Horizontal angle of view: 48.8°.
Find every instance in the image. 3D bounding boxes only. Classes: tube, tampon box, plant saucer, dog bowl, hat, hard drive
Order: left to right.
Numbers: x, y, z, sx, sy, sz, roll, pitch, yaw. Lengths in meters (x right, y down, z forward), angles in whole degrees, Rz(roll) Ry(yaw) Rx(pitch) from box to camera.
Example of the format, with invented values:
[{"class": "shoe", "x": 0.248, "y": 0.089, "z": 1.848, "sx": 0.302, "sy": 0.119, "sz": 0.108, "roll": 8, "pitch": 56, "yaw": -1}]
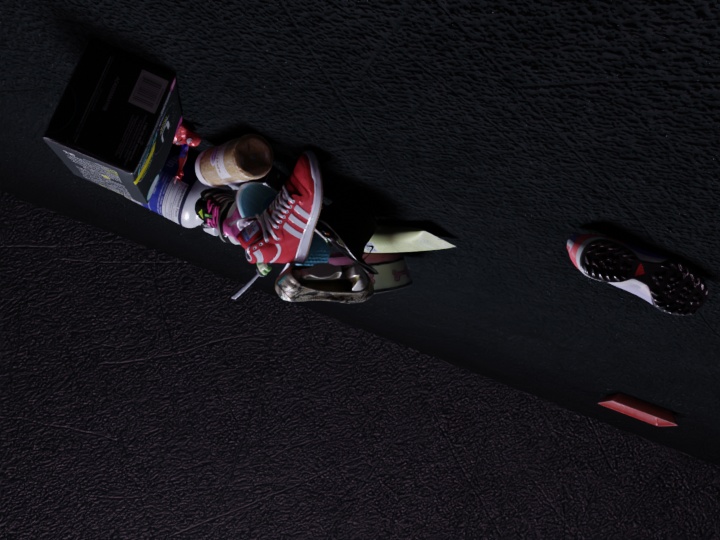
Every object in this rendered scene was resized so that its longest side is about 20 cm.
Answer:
[{"class": "tampon box", "x": -0.341, "y": -0.202, "z": 1.130, "sx": 0.124, "sy": 0.152, "sz": 0.200, "roll": 22, "pitch": 171, "yaw": -6}, {"class": "hard drive", "x": -0.156, "y": -0.138, "z": 1.440, "sx": 0.138, "sy": 0.038, "sz": 0.199, "roll": 15, "pitch": 170, "yaw": 35}, {"class": "hat", "x": -0.021, "y": -0.076, "z": 1.319, "sx": 0.200, "sy": 0.081, "sz": 0.201, "roll": 41, "pitch": 178, "yaw": 2}, {"class": "dog bowl", "x": 0.000, "y": 0.000, "z": 1.538, "sx": 0.196, "sy": 0.075, "sz": 0.200, "roll": -6, "pitch": -174, "yaw": 1}, {"class": "tube", "x": 0.073, "y": -0.056, "z": 1.384, "sx": 0.198, "sy": 0.058, "sz": 0.053, "roll": 3, "pitch": 117, "yaw": 53}, {"class": "plant saucer", "x": 0.832, "y": 0.415, "z": 2.381, "sx": 0.196, "sy": 0.037, "sz": 0.200, "roll": 20, "pitch": 171, "yaw": 8}]

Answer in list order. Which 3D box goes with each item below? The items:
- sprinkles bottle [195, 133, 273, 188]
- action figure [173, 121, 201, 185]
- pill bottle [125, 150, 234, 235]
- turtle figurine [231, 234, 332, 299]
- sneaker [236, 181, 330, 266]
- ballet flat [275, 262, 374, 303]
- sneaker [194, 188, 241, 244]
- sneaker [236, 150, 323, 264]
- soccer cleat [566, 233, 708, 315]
[{"class": "sprinkles bottle", "x": -0.203, "y": -0.171, "z": 1.257, "sx": 0.067, "sy": 0.069, "sz": 0.199, "roll": 25, "pitch": 169, "yaw": -27}, {"class": "action figure", "x": -0.343, "y": -0.206, "z": 1.298, "sx": 0.197, "sy": 0.101, "sz": 0.065, "roll": 13, "pitch": 169, "yaw": 31}, {"class": "pill bottle", "x": -0.335, "y": -0.150, "z": 1.471, "sx": 0.197, "sy": 0.117, "sz": 0.116, "roll": 26, "pitch": 171, "yaw": 3}, {"class": "turtle figurine", "x": -0.145, "y": -0.036, "z": 1.611, "sx": 0.191, "sy": 0.204, "sz": 0.143, "roll": 2, "pitch": 176, "yaw": 39}, {"class": "sneaker", "x": -0.147, "y": -0.081, "z": 1.320, "sx": 0.200, "sy": 0.080, "sz": 0.130, "roll": 46, "pitch": 175, "yaw": -32}, {"class": "ballet flat", "x": -0.043, "y": 0.016, "z": 1.293, "sx": 0.197, "sy": 0.069, "sz": 0.075, "roll": 0, "pitch": 148, "yaw": -36}, {"class": "sneaker", "x": -0.235, "y": -0.093, "z": 1.323, "sx": 0.086, "sy": 0.075, "sz": 0.200, "roll": 0, "pitch": -160, "yaw": -6}, {"class": "sneaker", "x": -0.124, "y": -0.087, "z": 1.186, "sx": 0.110, "sy": 0.202, "sz": 0.072, "roll": -5, "pitch": -138, "yaw": -23}, {"class": "soccer cleat", "x": 0.360, "y": -0.001, "z": 1.032, "sx": 0.197, "sy": 0.069, "sz": 0.073, "roll": 19, "pitch": -165, "yaw": -13}]
